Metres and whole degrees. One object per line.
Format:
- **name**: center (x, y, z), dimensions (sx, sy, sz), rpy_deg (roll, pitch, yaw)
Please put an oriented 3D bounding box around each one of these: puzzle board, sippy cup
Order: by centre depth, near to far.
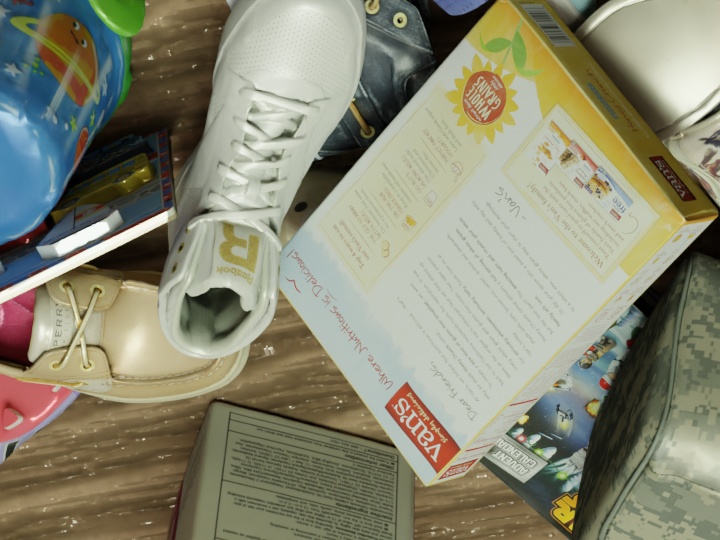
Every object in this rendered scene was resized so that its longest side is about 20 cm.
- **sippy cup**: center (-0.188, -0.083, 1.200), dimensions (0.139, 0.131, 0.178), rpy_deg (13, 125, -5)
- **puzzle board**: center (-0.185, -0.011, 1.214), dimensions (0.199, 0.151, 0.017), rpy_deg (-26, 108, 3)

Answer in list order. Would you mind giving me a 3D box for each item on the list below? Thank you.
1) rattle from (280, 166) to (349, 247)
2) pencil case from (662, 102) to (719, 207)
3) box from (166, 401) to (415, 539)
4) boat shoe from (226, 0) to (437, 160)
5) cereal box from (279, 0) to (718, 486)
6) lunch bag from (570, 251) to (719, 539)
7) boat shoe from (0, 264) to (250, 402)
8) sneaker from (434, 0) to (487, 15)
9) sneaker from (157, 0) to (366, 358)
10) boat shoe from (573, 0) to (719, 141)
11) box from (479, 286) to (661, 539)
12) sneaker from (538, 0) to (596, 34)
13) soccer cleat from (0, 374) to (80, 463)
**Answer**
- **rattle**: center (0.000, 0.000, 1.241), dimensions (0.199, 0.143, 0.131), rpy_deg (17, 115, -6)
- **pencil case**: center (0.225, -0.033, 1.244), dimensions (0.090, 0.078, 0.200), rpy_deg (-51, 119, -18)
- **box**: center (-0.044, 0.186, 1.340), dimensions (0.127, 0.200, 0.109), rpy_deg (16, 124, -8)
- **boat shoe**: center (-0.017, -0.143, 1.191), dimensions (0.091, 0.071, 0.201), rpy_deg (-10, 131, 9)
- **cereal box**: center (0.058, -0.013, 1.161), dimensions (0.200, 0.039, 0.144), rpy_deg (-48, 69, 30)
- **lunch bag**: center (0.209, 0.103, 1.235), dimensions (0.167, 0.140, 0.200), rpy_deg (18, 144, -1)
- **boat shoe**: center (-0.159, 0.031, 1.282), dimensions (0.199, 0.069, 0.074), rpy_deg (4, 89, 16)
- **sneaker**: center (-0.025, -0.185, 1.103), dimensions (0.200, 0.115, 0.081), rpy_deg (51, 152, -9)
- **sneaker**: center (-0.046, -0.043, 1.159), dimensions (0.073, 0.116, 0.200), rpy_deg (13, 135, -12)
- **boat shoe**: center (0.167, -0.128, 1.177), dimensions (0.200, 0.063, 0.073), rpy_deg (-42, 94, 15)
- **box**: center (0.145, 0.087, 1.360), dimensions (0.137, 0.040, 0.200), rpy_deg (-37, 116, 26)
- **sneaker**: center (0.095, -0.199, 1.141), dimensions (0.082, 0.074, 0.200), rpy_deg (-13, 126, 12)
- **soccer cleat**: center (-0.221, 0.093, 1.376), dimensions (0.200, 0.067, 0.076), rpy_deg (-40, 160, 14)
